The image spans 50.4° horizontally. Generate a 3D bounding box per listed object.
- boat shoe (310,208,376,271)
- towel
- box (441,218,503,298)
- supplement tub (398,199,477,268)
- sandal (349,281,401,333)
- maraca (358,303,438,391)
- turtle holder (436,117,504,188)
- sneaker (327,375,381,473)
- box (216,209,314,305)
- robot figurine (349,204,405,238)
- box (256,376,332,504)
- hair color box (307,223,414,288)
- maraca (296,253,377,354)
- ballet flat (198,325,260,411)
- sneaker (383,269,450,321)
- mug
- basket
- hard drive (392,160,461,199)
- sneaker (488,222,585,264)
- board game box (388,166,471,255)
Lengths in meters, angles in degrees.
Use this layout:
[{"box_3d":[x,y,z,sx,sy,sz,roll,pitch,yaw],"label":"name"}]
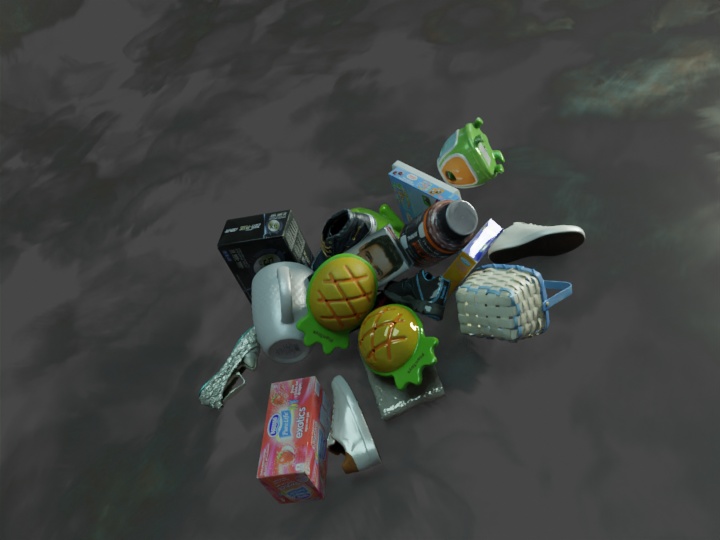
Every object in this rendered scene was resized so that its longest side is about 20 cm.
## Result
[{"box_3d":[-0.061,-0.057,1.630,0.200,0.090,0.071,-45,54,25],"label":"boat shoe"},{"box_3d":[0.075,0.191,1.477,0.131,0.035,0.201,-24,43,4],"label":"towel"},{"box_3d":[0.206,-0.017,1.495,0.041,0.201,0.119,39,50,7],"label":"box"},{"box_3d":[0.158,-0.077,1.537,0.107,0.107,0.200,-49,5,-24],"label":"supplement tub"},{"box_3d":[0.021,0.076,1.607,0.198,0.045,0.075,-26,40,-1],"label":"sandal"},{"box_3d":[0.068,0.139,1.421,0.138,0.107,0.200,-55,41,4],"label":"maraca"},{"box_3d":[0.246,-0.273,1.780,0.131,0.141,0.187,-28,48,23],"label":"turtle holder"},{"box_3d":[-0.034,0.279,1.399,0.084,0.073,0.201,-24,43,-2],"label":"sneaker"},{"box_3d":[-0.198,-0.022,1.696,0.162,0.201,0.087,-7,43,18],"label":"box"},{"box_3d":[0.023,-0.070,1.699,0.199,0.116,0.176,29,71,42],"label":"robot figurine"},{"box_3d":[-0.116,0.309,1.401,0.093,0.103,0.202,-11,45,16],"label":"box"},{"box_3d":[0.000,0.000,1.574,0.199,0.100,0.061,-32,2,18],"label":"hair color box"},{"box_3d":[-0.045,0.065,1.496,0.202,0.136,0.107,-65,12,5],"label":"maraca"},{"box_3d":[-0.256,0.210,1.602,0.071,0.072,0.201,20,64,39],"label":"ballet flat"},{"box_3d":[0.115,0.040,1.504,0.199,0.073,0.083,19,87,61],"label":"sneaker"},{"box_3d":[-0.153,0.079,1.577,0.145,0.201,0.177,-3,50,-5],"label":"mug"},{"box_3d":[0.280,0.054,1.444,0.175,0.141,0.199,5,25,44],"label":"basket"},{"box_3d":[0.157,-0.160,1.711,0.027,0.133,0.199,-39,44,-16],"label":"hard drive"},{"box_3d":[0.358,-0.075,1.573,0.197,0.073,0.085,-9,47,19],"label":"sneaker"},{"box_3d":[0.152,-0.129,1.670,0.036,0.152,0.199,-39,44,-18],"label":"board game box"}]
